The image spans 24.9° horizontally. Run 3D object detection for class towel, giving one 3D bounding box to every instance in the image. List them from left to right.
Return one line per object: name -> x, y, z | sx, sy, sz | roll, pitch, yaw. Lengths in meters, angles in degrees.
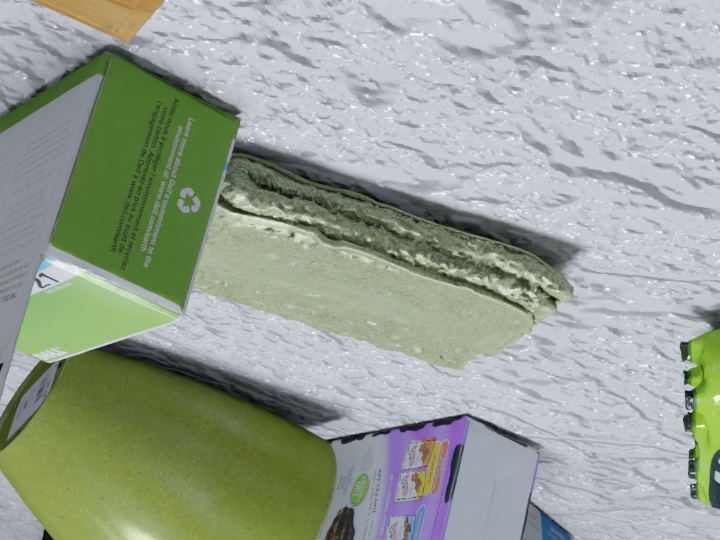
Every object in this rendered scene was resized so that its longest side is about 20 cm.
towel -> 0.000, 0.000, 0.844 | 0.199, 0.037, 0.148 | 16, 160, -10

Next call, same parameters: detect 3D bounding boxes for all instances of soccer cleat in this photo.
soccer cleat -> 0.218, 0.085, 0.896 | 0.080, 0.068, 0.200 | -5, 156, 10

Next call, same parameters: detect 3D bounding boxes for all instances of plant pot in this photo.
plant pot -> -0.151, 0.142, 1.140 | 0.200, 0.188, 0.187 | 38, 151, -19

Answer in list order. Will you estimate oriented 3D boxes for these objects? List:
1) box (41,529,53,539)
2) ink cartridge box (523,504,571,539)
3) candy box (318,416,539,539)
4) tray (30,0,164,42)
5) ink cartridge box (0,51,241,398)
box -> -0.257, 0.337, 1.764 | 0.181, 0.105, 0.200 | 16, 159, -12
ink cartridge box -> 0.062, 0.282, 1.295 | 0.145, 0.201, 0.147 | 0, 156, 30
candy box -> 0.024, 0.203, 1.162 | 0.071, 0.169, 0.199 | 26, 156, -28
tray -> -0.152, -0.147, 0.560 | 0.199, 0.037, 0.099 | 22, 157, -20
ink cartridge box -> -0.144, 0.020, 0.749 | 0.075, 0.201, 0.147 | 25, 157, -29
